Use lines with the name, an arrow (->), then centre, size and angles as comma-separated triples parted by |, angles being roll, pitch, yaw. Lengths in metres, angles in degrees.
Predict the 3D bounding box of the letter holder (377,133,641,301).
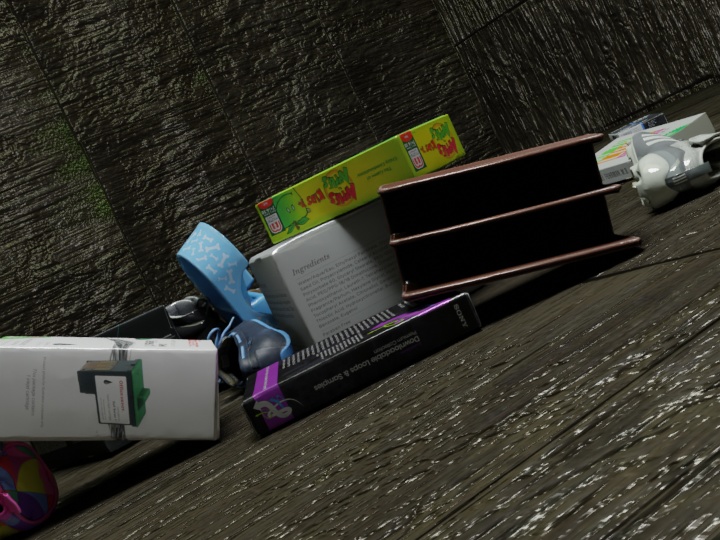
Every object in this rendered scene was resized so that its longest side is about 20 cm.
letter holder -> 0.122, -0.047, 0.880 | 0.200, 0.101, 0.142 | -14, 5, 4

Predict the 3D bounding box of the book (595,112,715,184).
book -> 0.396, -0.162, 1.489 | 0.134, 0.048, 0.200 | -31, 7, -21

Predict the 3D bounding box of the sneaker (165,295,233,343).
sneaker -> -0.222, 0.099, 1.302 | 0.200, 0.114, 0.075 | -29, 4, 42

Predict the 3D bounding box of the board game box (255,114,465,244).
board game box -> -0.002, -0.092, 1.055 | 0.200, 0.048, 0.102 | -22, 6, 39

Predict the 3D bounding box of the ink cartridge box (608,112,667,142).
ink cartridge box -> 0.572, -0.288, 2.132 | 0.099, 0.039, 0.200 | -26, 3, 8

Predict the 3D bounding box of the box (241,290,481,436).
box -> -0.003, 0.071, 0.877 | 0.200, 0.036, 0.143 | -27, 4, -2

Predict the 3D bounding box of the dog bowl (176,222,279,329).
dog bowl -> -0.148, 0.033, 1.251 | 0.050, 0.200, 0.111 | -43, 18, -17

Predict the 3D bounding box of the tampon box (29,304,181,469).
tampon box -> -0.310, 0.144, 1.241 | 0.150, 0.126, 0.200 | -28, 3, -40

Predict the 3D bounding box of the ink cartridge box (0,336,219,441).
ink cartridge box -> -0.229, 0.104, 0.929 | 0.200, 0.084, 0.146 | 1, -1, -11

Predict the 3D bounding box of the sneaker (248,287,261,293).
sneaker -> -0.215, 0.073, 2.110 | 0.108, 0.070, 0.200 | -16, 2, 42

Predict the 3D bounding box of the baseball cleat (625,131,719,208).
baseball cleat -> 0.326, -0.109, 1.051 | 0.106, 0.070, 0.200 | -18, 15, 17

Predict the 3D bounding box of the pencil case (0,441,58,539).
pencil case -> -0.368, 0.219, 0.916 | 0.200, 0.088, 0.088 | -26, 3, 17

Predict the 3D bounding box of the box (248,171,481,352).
box -> 0.000, 0.000, 1.126 | 0.200, 0.131, 0.199 | -27, 4, -12

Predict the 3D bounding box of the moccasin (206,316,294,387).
moccasin -> -0.131, 0.089, 1.119 | 0.068, 0.081, 0.200 | -14, -2, -22

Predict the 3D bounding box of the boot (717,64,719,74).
boot -> 0.954, -0.509, 2.466 | 0.162, 0.073, 0.198 | -27, 2, 35
